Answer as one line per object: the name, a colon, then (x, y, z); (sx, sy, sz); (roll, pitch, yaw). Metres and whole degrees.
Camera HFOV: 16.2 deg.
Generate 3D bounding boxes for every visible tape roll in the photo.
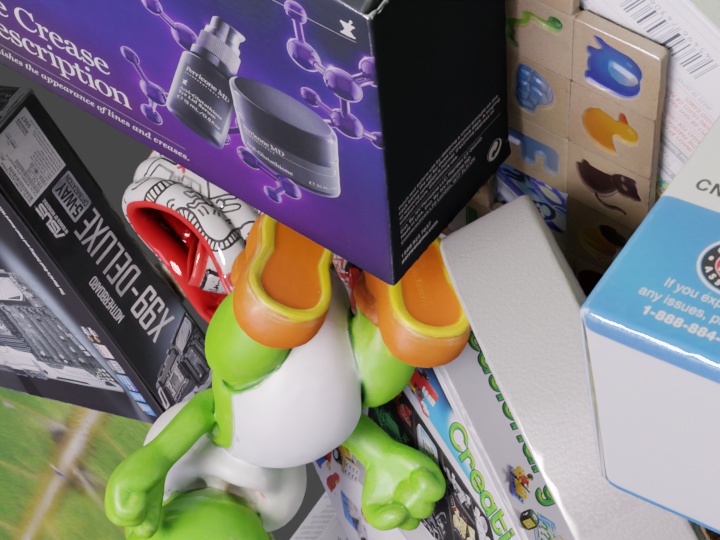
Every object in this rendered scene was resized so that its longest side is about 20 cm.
tape roll: (0.088, 0.069, 0.866); (0.203, 0.037, 0.203); (62, -174, -11)

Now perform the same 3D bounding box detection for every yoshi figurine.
yoshi figurine: (-0.036, 0.073, 0.939); (0.112, 0.112, 0.200); (44, 135, 11)

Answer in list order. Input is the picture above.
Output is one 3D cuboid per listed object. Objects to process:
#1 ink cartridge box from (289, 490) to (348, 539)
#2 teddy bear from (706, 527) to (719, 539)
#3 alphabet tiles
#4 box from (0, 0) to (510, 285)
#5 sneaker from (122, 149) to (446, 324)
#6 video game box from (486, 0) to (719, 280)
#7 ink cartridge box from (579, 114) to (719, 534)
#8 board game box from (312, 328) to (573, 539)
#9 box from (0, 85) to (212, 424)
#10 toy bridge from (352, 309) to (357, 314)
ink cartridge box: (0.043, 0.184, 1.168); (0.196, 0.200, 0.043); (45, 159, -15)
teddy bear: (0.196, 0.111, 0.969); (0.144, 0.067, 0.200); (23, 169, 15)
alphabet tiles: (0.033, -0.070, 0.894); (0.167, 0.008, 0.200); (29, 152, 20)
box: (-0.051, -0.103, 0.855); (0.199, 0.079, 0.141); (29, 149, 23)
sneaker: (-0.001, 0.000, 1.028); (0.201, 0.108, 0.067); (37, 154, 0)
video game box: (0.118, -0.039, 0.892); (0.200, 0.047, 0.182); (43, 151, -10)
ink cartridge box: (0.173, -0.010, 0.697); (0.145, 0.200, 0.084); (22, 148, 28)
board game box: (0.048, 0.117, 0.975); (0.201, 0.034, 0.126); (65, 149, 16)
box: (-0.179, -0.012, 1.293); (0.157, 0.050, 0.200); (10, 143, 44)
toy bridge: (-0.001, 0.023, 1.157); (0.199, 0.027, 0.067); (15, 147, 38)
